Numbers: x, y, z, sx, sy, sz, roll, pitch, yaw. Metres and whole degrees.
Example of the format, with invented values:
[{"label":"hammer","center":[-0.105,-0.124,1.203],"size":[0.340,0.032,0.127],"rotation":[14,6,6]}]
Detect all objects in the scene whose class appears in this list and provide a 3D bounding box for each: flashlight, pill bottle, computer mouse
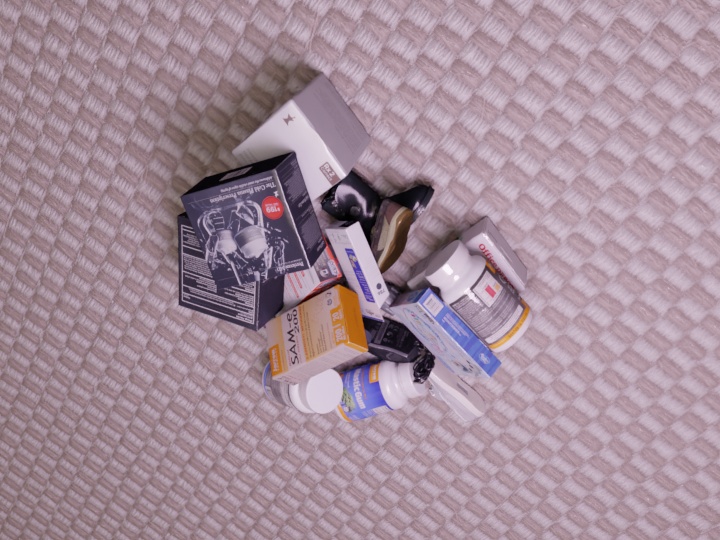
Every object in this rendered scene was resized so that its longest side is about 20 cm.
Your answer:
[{"label":"flashlight","center":[0.000,0.023,1.586],"size":[0.198,0.068,0.068],"rotation":[36,86,2]},{"label":"pill bottle","center":[0.040,0.260,1.672],"size":[0.196,0.113,0.114],"rotation":[-21,109,25]},{"label":"computer mouse","center":[0.075,0.165,1.621],"size":[0.196,0.139,0.053],"rotation":[22,139,15]},{"label":"pill bottle","center":[-0.128,0.251,1.667],"size":[0.198,0.113,0.116],"rotation":[2,124,56]},{"label":"pill bottle","center":[0.219,0.047,1.409],"size":[0.200,0.117,0.116],"rotation":[45,120,-10]}]

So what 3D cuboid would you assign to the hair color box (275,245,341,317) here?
[{"label":"hair color box","center":[-0.129,0.013,1.572],"size":[0.200,0.063,0.113],"rotation":[-41,71,49]}]

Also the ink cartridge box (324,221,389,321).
[{"label":"ink cartridge box","center":[0.000,0.000,1.495],"size":[0.099,0.039,0.204],"rotation":[9,124,62]}]

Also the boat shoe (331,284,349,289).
[{"label":"boat shoe","center":[-0.051,0.115,1.658],"size":[0.073,0.094,0.202],"rotation":[16,148,3]}]

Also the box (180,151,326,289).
[{"label":"box","center":[-0.185,-0.086,1.333],"size":[0.195,0.104,0.186],"rotation":[-12,111,21]}]

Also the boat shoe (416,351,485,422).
[{"label":"boat shoe","center":[0.188,0.260,1.659],"size":[0.199,0.073,0.068],"rotation":[39,120,-16]}]

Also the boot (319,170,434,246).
[{"label":"boot","center":[0.029,-0.142,1.492],"size":[0.167,0.077,0.200],"rotation":[41,126,-10]}]

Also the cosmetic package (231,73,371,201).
[{"label":"cosmetic package","center":[-0.105,-0.234,1.414],"size":[0.163,0.201,0.166],"rotation":[-32,104,28]}]

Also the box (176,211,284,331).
[{"label":"box","center":[-0.260,-0.014,1.528],"size":[0.196,0.123,0.203],"rotation":[16,116,19]}]

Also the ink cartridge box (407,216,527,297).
[{"label":"ink cartridge box","center":[0.216,0.013,1.510],"size":[0.198,0.084,0.145],"rotation":[-34,103,28]}]

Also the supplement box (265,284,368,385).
[{"label":"supplement box","center":[-0.091,0.131,1.503],"size":[0.197,0.129,0.073],"rotation":[-28,148,26]}]

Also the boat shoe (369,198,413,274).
[{"label":"boat shoe","center":[0.051,-0.066,1.452],"size":[0.065,0.073,0.202],"rotation":[43,146,17]}]

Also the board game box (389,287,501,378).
[{"label":"board game box","center":[0.161,0.124,1.475],"size":[0.200,0.199,0.043],"rotation":[46,76,-6]}]

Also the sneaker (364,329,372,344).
[{"label":"sneaker","center":[-0.065,0.161,1.567],"size":[0.196,0.083,0.070],"rotation":[-7,140,35]}]
